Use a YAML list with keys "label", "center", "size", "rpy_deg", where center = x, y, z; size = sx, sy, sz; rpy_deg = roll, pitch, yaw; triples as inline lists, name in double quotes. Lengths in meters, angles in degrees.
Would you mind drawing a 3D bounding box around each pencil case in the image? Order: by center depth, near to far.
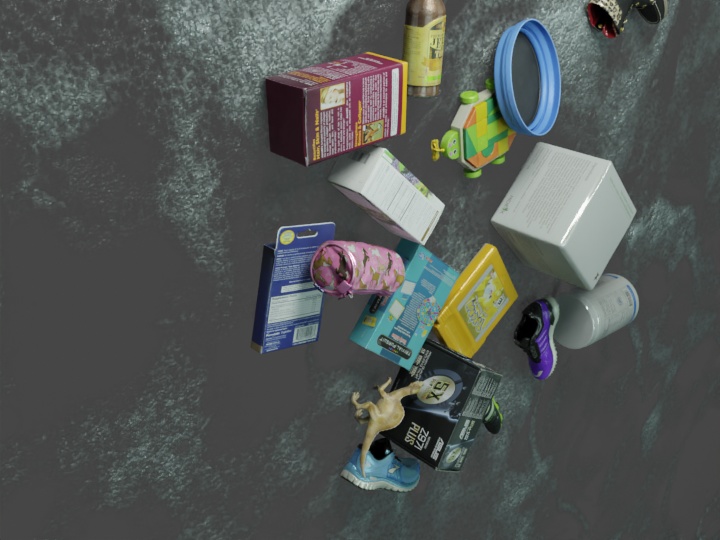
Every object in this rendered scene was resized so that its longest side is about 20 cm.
- label: "pencil case"
  center: [0.000, 0.000, 1.347]
  size: [0.200, 0.082, 0.087]
  rpy_deg: [0, 105, -64]

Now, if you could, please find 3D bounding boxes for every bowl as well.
- label: "bowl"
  center: [0.294, -0.337, 1.516]
  size: [0.200, 0.039, 0.202]
  rpy_deg: [-2, 93, -53]

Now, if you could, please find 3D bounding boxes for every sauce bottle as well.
- label: "sauce bottle"
  center: [0.097, -0.367, 1.311]
  size: [0.065, 0.065, 0.201]
  rpy_deg: [-21, 124, -39]

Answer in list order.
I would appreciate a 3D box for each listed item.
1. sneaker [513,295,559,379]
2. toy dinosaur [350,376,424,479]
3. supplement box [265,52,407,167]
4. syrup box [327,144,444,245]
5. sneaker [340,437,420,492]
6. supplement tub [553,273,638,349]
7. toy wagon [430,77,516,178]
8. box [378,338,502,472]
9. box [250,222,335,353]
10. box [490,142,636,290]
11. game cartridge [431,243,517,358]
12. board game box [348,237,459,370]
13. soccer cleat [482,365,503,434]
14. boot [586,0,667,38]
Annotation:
- label: "sneaker"
  center: [0.375, 0.156, 1.884]
  size: [0.099, 0.069, 0.201]
  rpy_deg: [-19, 119, -32]
- label: "toy dinosaur"
  center: [0.028, 0.257, 1.527]
  size: [0.200, 0.101, 0.058]
  rpy_deg: [-53, 139, -14]
- label: "supplement box"
  center: [-0.031, -0.233, 1.224]
  size: [0.200, 0.085, 0.111]
  rpy_deg: [-24, 126, -38]
- label: "syrup box"
  center: [0.044, -0.122, 1.368]
  size: [0.200, 0.079, 0.082]
  rpy_deg: [34, 83, -50]
- label: "sneaker"
  center: [0.053, 0.365, 1.630]
  size: [0.200, 0.078, 0.090]
  rpy_deg: [15, 95, -50]
- label: "supplement tub"
  center: [0.530, 0.090, 1.961]
  size: [0.199, 0.132, 0.133]
  rpy_deg: [-17, 122, -40]
- label: "toy wagon"
  center: [0.203, -0.240, 1.510]
  size: [0.200, 0.039, 0.156]
  rpy_deg: [-32, 130, -33]
- label: "box"
  center: [0.142, 0.246, 1.597]
  size: [0.086, 0.163, 0.201]
  rpy_deg: [22, 94, -50]
- label: "box"
  center: [-0.102, 0.022, 1.319]
  size: [0.121, 0.032, 0.201]
  rpy_deg: [-8, 116, -46]
- label: "box"
  center: [0.401, -0.106, 1.689]
  size: [0.201, 0.171, 0.199]
  rpy_deg: [-57, 140, -8]
- label: "game cartridge"
  center: [0.225, 0.074, 1.701]
  size: [0.200, 0.032, 0.176]
  rpy_deg: [-52, 138, -16]
- label: "board game box"
  center: [0.080, 0.061, 1.525]
  size: [0.151, 0.047, 0.201]
  rpy_deg: [32, 85, -50]
- label: "soccer cleat"
  center: [0.250, 0.283, 1.819]
  size: [0.081, 0.068, 0.201]
  rpy_deg: [-29, 130, -12]
- label: "boot"
  center: [0.521, -0.518, 1.684]
  size: [0.151, 0.073, 0.200]
  rpy_deg: [-57, 136, -11]
